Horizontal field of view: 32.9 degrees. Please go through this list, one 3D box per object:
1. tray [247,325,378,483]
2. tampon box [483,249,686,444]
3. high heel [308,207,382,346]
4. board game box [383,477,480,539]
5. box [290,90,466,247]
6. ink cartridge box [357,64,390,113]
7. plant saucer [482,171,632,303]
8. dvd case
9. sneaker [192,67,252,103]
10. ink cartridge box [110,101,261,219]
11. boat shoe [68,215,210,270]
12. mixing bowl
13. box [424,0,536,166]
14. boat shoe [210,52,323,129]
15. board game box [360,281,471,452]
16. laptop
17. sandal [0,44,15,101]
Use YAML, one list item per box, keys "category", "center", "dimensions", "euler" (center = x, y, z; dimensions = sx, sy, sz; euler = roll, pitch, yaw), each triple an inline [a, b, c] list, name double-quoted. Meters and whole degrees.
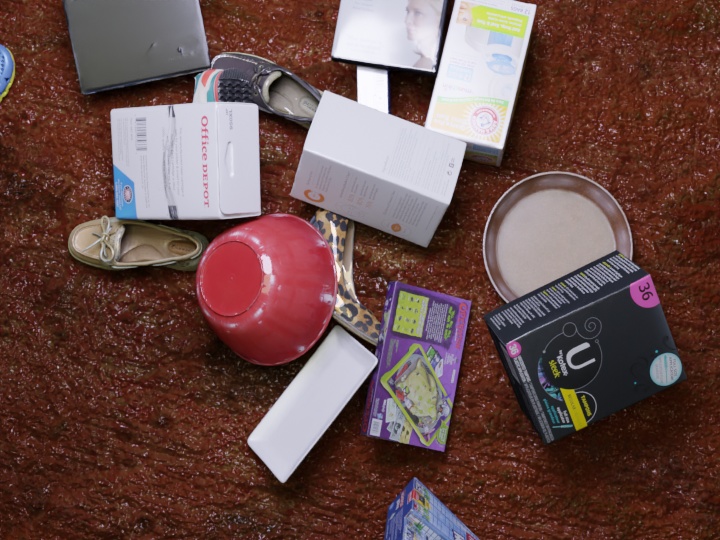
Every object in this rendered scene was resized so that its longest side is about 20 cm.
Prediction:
- category: "tray"
  center: [-0.060, 0.176, 1.602]
  dimensions: [0.201, 0.022, 0.107]
  euler: [-52, 43, -1]
- category: "tampon box"
  center: [0.280, 0.095, 1.536]
  dimensions: [0.198, 0.126, 0.152]
  euler: [-25, 107, 0]
- category: "high heel"
  center: [0.000, 0.000, 1.623]
  dimensions: [0.199, 0.071, 0.143]
  euler: [39, 85, 11]
- category: "board game box"
  center: [0.121, 0.377, 1.517]
  dimensions: [0.199, 0.200, 0.062]
  euler: [39, 103, -6]
- category: "box"
  center: [0.022, -0.130, 1.587]
  dimensions: [0.197, 0.125, 0.099]
  euler: [20, 62, -2]
- category: "ink cartridge box"
  center: [0.018, -0.289, 1.650]
  dimensions: [0.043, 0.094, 0.204]
  euler: [-1, 82, 3]
- category: "plant saucer"
  center: [0.261, -0.029, 1.627]
  dimensions: [0.196, 0.034, 0.204]
  euler: [-1, 83, 4]
- category: "dvd case"
  center: [0.046, -0.362, 1.601]
  dimensions: [0.140, 0.018, 0.204]
  euler: [9, 81, 6]
- category: "sneaker"
  center: [-0.196, -0.176, 1.667]
  dimensions: [0.093, 0.070, 0.203]
  euler: [15, 109, 47]
- category: "ink cartridge box"
  center: [-0.228, -0.141, 1.592]
  dimensions: [0.198, 0.084, 0.147]
  euler: [3, 97, 37]
- category: "boat shoe"
  center: [-0.303, -0.039, 1.651]
  dimensions: [0.196, 0.063, 0.075]
  euler: [1, 83, 5]
- category: "mixing bowl"
  center: [-0.140, 0.017, 1.577]
  dimensions: [0.197, 0.108, 0.204]
  euler: [-5, 80, 27]
- category: "box"
  center: [0.159, -0.255, 1.631]
  dimensions: [0.111, 0.101, 0.203]
  euler: [14, 83, 6]
- category: "boat shoe"
  center: [-0.121, -0.252, 1.667]
  dimensions: [0.197, 0.065, 0.074]
  euler: [22, 87, 8]
- category: "board game box"
  center: [0.073, 0.126, 1.595]
  dimensions: [0.118, 0.032, 0.203]
  euler: [14, 82, -20]
- category: "laptop"
  center: [-0.309, -0.365, 1.702]
  dimensions: [0.184, 0.117, 0.202]
  euler: [-10, 41, 2]
- category: "sandal"
  center: [-0.568, -0.246, 1.688]
  dimensions: [0.199, 0.087, 0.080]
  euler: [-37, 79, -4]
